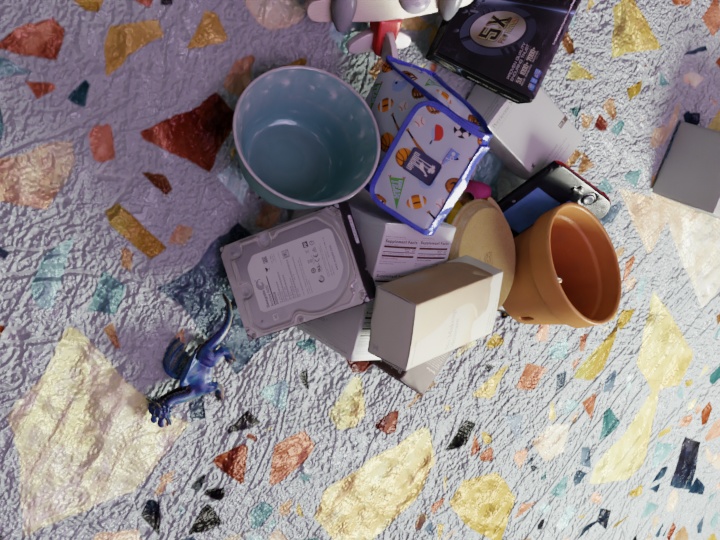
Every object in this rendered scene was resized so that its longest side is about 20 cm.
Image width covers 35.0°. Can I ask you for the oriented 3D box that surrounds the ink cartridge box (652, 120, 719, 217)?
[{"bbox_3d":[0.685,-0.174,2.156,0.200,0.145,0.147,12,101,-43],"label":"ink cartridge box"}]

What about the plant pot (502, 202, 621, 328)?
[{"bbox_3d":[0.309,0.004,1.847,0.200,0.140,0.200,19,63,-41],"label":"plant pot"}]

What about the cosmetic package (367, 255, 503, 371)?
[{"bbox_3d":[0.105,0.055,1.563,0.200,0.071,0.105,-20,126,-45],"label":"cosmetic package"}]

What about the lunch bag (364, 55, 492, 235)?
[{"bbox_3d":[0.076,-0.168,1.548,0.124,0.200,0.170,7,123,-43],"label":"lunch bag"}]

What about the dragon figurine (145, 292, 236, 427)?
[{"bbox_3d":[-0.234,0.131,1.597,0.099,0.059,0.200,9,105,-42],"label":"dragon figurine"}]

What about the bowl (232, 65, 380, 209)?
[{"bbox_3d":[-0.085,-0.161,1.524,0.201,0.105,0.201,7,69,-19],"label":"bowl"}]

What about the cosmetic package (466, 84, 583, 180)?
[{"bbox_3d":[0.256,-0.231,1.821,0.200,0.081,0.113,35,88,-44],"label":"cosmetic package"}]

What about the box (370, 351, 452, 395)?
[{"bbox_3d":[0.106,0.087,1.831,0.075,0.100,0.200,37,84,-43],"label":"box"}]

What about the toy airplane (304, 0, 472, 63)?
[{"bbox_3d":[0.047,-0.367,1.543,0.200,0.141,0.199,-49,128,1],"label":"toy airplane"}]

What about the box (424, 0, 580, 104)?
[{"bbox_3d":[0.213,-0.368,1.670,0.164,0.086,0.200,25,94,-9],"label":"box"}]

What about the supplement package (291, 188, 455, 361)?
[{"bbox_3d":[0.000,0.000,1.636,0.147,0.191,0.200,1,108,-44],"label":"supplement package"}]

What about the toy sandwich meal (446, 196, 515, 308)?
[{"bbox_3d":[0.167,-0.022,1.737,0.205,0.070,0.205,-4,95,-51],"label":"toy sandwich meal"}]

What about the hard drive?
[{"bbox_3d":[-0.086,0.003,1.548,0.038,0.200,0.140,-13,86,-63],"label":"hard drive"}]

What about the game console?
[{"bbox_3d":[0.297,-0.089,1.887,0.200,0.031,0.177,-37,141,26],"label":"game console"}]

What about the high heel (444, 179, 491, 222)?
[{"bbox_3d":[0.149,-0.090,1.786,0.200,0.096,0.067,-15,119,-34],"label":"high heel"}]

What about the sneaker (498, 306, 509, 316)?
[{"bbox_3d":[0.273,0.044,1.975,0.200,0.078,0.077,14,123,-44],"label":"sneaker"}]
